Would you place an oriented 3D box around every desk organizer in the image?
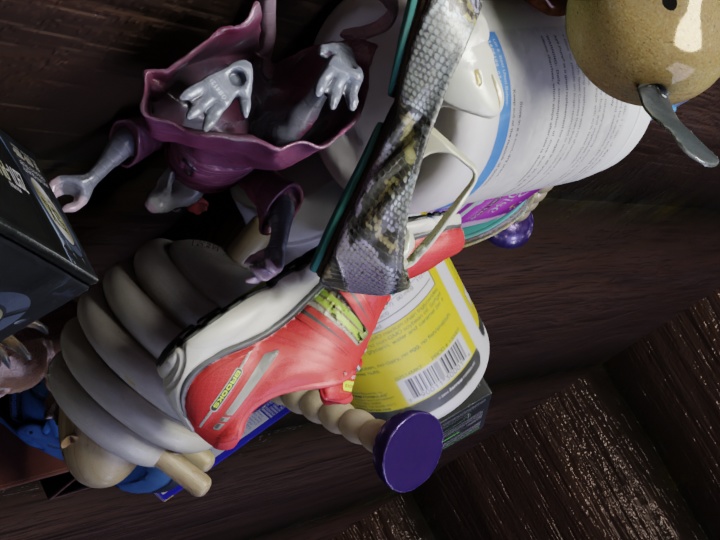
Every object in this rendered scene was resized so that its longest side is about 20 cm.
[{"bbox_3d":[-0.264,0.139,1.212,0.072,0.077,0.200,-39,163,32],"label":"desk organizer"}]

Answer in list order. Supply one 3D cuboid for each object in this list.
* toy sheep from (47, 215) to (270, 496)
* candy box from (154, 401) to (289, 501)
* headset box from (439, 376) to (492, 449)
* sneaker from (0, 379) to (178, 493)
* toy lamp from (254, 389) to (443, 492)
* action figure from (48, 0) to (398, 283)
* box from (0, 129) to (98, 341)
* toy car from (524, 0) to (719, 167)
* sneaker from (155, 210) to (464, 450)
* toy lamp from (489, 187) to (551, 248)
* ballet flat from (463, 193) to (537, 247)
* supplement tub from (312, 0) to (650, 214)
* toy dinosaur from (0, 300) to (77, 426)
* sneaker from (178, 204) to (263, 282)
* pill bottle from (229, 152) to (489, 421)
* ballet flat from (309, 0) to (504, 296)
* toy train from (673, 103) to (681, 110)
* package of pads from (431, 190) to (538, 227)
[{"bbox_3d":[-0.113,0.050,0.941,0.200,0.138,0.138,-52,163,5],"label":"toy sheep"},{"bbox_3d":[-0.086,0.065,1.192,0.200,0.077,0.169,-36,-167,31],"label":"candy box"},{"bbox_3d":[0.034,0.076,1.400,0.092,0.175,0.200,-29,167,-5],"label":"headset box"},{"bbox_3d":[-0.199,0.109,1.085,0.199,0.066,0.078,16,179,43],"label":"sneaker"},{"bbox_3d":[-0.037,0.084,0.994,0.058,0.059,0.199,-18,-154,-38],"label":"toy lamp"},{"bbox_3d":[-0.081,-0.082,0.848,0.150,0.133,0.200,-70,-167,-17],"label":"action figure"},{"bbox_3d":[-0.254,0.006,0.757,0.199,0.086,0.164,-30,167,1],"label":"box"},{"bbox_3d":[0.157,-0.149,0.806,0.164,0.201,0.158,-21,164,-33],"label":"toy car"},{"bbox_3d":[-0.019,0.033,0.884,0.199,0.085,0.077,-31,-174,-16],"label":"sneaker"},{"bbox_3d":[0.161,-0.083,1.313,0.058,0.058,0.200,-23,166,-25],"label":"toy lamp"},{"bbox_3d":[0.055,-0.036,1.278,0.199,0.071,0.071,-27,167,11],"label":"ballet flat"},{"bbox_3d":[0.075,-0.109,0.926,0.199,0.132,0.132,-12,158,-49],"label":"supplement tub"},{"bbox_3d":[-0.219,0.045,0.985,0.200,0.086,0.136,-28,150,-57],"label":"toy dinosaur"},{"bbox_3d":[-0.104,-0.008,1.072,0.200,0.076,0.070,-51,149,6],"label":"sneaker"},{"bbox_3d":[0.000,0.000,1.010,0.114,0.114,0.201,-29,125,-1],"label":"pill bottle"},{"bbox_3d":[0.035,-0.077,0.797,0.072,0.072,0.201,-7,121,-57],"label":"ballet flat"},{"bbox_3d":[0.241,-0.185,1.105,0.114,0.087,0.200,-31,167,-36],"label":"toy train"},{"bbox_3d":[0.064,-0.079,1.125,0.199,0.076,0.120,-13,161,-50],"label":"package of pads"}]
